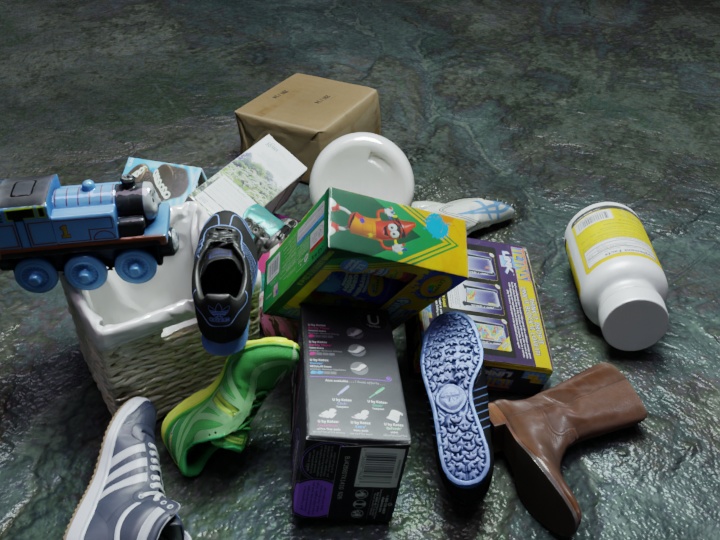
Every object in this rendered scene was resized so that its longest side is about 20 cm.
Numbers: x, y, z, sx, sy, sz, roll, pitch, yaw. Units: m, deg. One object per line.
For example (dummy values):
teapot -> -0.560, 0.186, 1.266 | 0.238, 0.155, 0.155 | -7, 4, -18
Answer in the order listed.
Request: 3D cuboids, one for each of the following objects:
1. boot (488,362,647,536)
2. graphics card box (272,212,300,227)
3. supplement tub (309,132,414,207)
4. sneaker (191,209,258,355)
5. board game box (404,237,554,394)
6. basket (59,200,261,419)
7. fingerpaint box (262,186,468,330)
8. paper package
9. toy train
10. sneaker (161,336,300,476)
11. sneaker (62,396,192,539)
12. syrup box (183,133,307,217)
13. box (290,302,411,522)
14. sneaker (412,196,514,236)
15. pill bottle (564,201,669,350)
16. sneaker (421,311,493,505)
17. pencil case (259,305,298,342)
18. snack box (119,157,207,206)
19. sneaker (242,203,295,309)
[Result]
boot -> 0.247, 0.181, 0.892 | 0.197, 0.065, 0.187 | -11, 39, -22
graphics card box -> -0.123, -0.025, 1.180 | 0.197, 0.052, 0.126 | 17, 40, 24
supplement tub -> 0.002, -0.124, 1.188 | 0.142, 0.148, 0.200 | 0, 9, 0
sneaker -> -0.141, -0.009, 0.867 | 0.069, 0.079, 0.202 | -2, 43, -8
board game box -> 0.136, 0.048, 1.016 | 0.162, 0.057, 0.202 | 9, 46, -11
basket -> -0.237, 0.049, 0.984 | 0.196, 0.163, 0.200 | -20, 40, -25
fingerpaint box -> 0.000, 0.000, 0.923 | 0.164, 0.200, 0.075 | 12, 63, -24
paper package -> -0.090, -0.252, 1.446 | 0.188, 0.105, 0.200 | 17, 40, 24
toy train -> -0.296, -0.044, 0.881 | 0.196, 0.116, 0.087 | -5, 38, -5
sneaker -> -0.128, 0.145, 0.871 | 0.074, 0.200, 0.084 | 21, 32, -48
sneaker -> -0.213, 0.217, 0.831 | 0.106, 0.071, 0.202 | 1, 43, 10
syrup box -> -0.166, -0.101, 1.153 | 0.079, 0.082, 0.200 | 40, 43, 1
box -> -0.017, 0.146, 0.874 | 0.104, 0.124, 0.201 | 5, 36, -10
sneaker -> 0.150, -0.074, 1.245 | 0.197, 0.074, 0.072 | -8, 6, -31
pill bottle -> 0.336, 0.008, 1.079 | 0.109, 0.113, 0.201 | 1, 36, 2
sneaker -> 0.101, 0.145, 0.869 | 0.069, 0.078, 0.203 | -3, 54, 5
pencil case -> -0.035, 0.045, 1.059 | 0.198, 0.084, 0.086 | -26, 3, -31
snack box -> -0.298, -0.056, 1.152 | 0.114, 0.037, 0.203 | 9, 68, 11
sneaker -> -0.093, -0.044, 1.065 | 0.122, 0.199, 0.083 | 55, 13, 10
